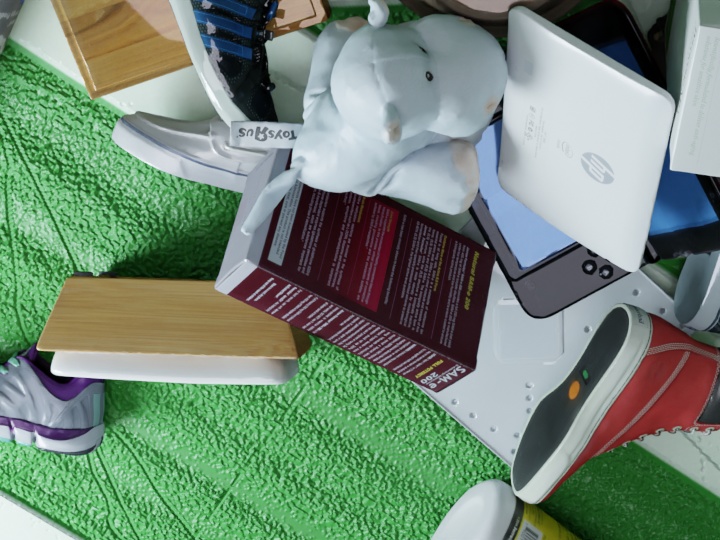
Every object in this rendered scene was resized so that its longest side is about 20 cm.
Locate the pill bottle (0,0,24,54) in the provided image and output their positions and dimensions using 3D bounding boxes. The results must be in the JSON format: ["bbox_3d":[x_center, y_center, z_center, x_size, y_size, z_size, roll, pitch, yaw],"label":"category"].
[{"bbox_3d":[-0.330,-0.174,1.137,0.113,0.114,0.201,27,111,-7],"label":"pill bottle"}]

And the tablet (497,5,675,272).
[{"bbox_3d":[0.150,-0.085,1.034,0.130,0.014,0.201,35,156,22],"label":"tablet"}]

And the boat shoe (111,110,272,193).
[{"bbox_3d":[-0.093,-0.100,1.180,0.198,0.074,0.066,15,107,-13],"label":"boat shoe"}]

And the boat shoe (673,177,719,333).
[{"bbox_3d":[0.322,-0.040,1.179,0.090,0.071,0.202,12,111,-16],"label":"boat shoe"}]

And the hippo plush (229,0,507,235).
[{"bbox_3d":[0.015,-0.134,1.038,0.198,0.161,0.161,-4,68,-14],"label":"hippo plush"}]

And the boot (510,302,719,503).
[{"bbox_3d":[0.222,0.130,1.221,0.143,0.073,0.201,21,121,-21],"label":"boot"}]

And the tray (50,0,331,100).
[{"bbox_3d":[-0.132,-0.210,1.152,0.198,0.037,0.099,-17,109,11],"label":"tray"}]

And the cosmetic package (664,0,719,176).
[{"bbox_3d":[0.251,-0.155,0.994,0.084,0.201,0.108,8,125,6],"label":"cosmetic package"}]

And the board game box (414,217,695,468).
[{"bbox_3d":[0.138,0.045,1.239,0.200,0.026,0.200,41,109,-11],"label":"board game box"}]

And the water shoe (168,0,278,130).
[{"bbox_3d":[-0.091,-0.189,1.096,0.078,0.072,0.201,-20,105,13],"label":"water shoe"}]

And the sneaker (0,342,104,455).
[{"bbox_3d":[-0.312,0.097,1.274,0.198,0.074,0.088,9,98,-10],"label":"sneaker"}]

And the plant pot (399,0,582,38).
[{"bbox_3d":[0.092,-0.251,1.049,0.198,0.175,0.202,1,110,4],"label":"plant pot"}]

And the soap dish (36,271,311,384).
[{"bbox_3d":[-0.141,0.044,1.192,0.198,0.157,0.082,2,90,2],"label":"soap dish"}]

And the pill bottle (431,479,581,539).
[{"bbox_3d":[0.159,0.278,1.282,0.199,0.113,0.113,38,109,-11],"label":"pill bottle"}]

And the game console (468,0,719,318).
[{"bbox_3d":[0.158,-0.075,1.118,0.171,0.119,0.201,-28,97,7],"label":"game console"}]

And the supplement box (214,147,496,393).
[{"bbox_3d":[0.000,0.000,1.132,0.199,0.110,0.061,26,147,-18],"label":"supplement box"}]

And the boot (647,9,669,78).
[{"bbox_3d":[0.257,-0.219,1.107,0.137,0.078,0.201,-23,107,17],"label":"boot"}]
